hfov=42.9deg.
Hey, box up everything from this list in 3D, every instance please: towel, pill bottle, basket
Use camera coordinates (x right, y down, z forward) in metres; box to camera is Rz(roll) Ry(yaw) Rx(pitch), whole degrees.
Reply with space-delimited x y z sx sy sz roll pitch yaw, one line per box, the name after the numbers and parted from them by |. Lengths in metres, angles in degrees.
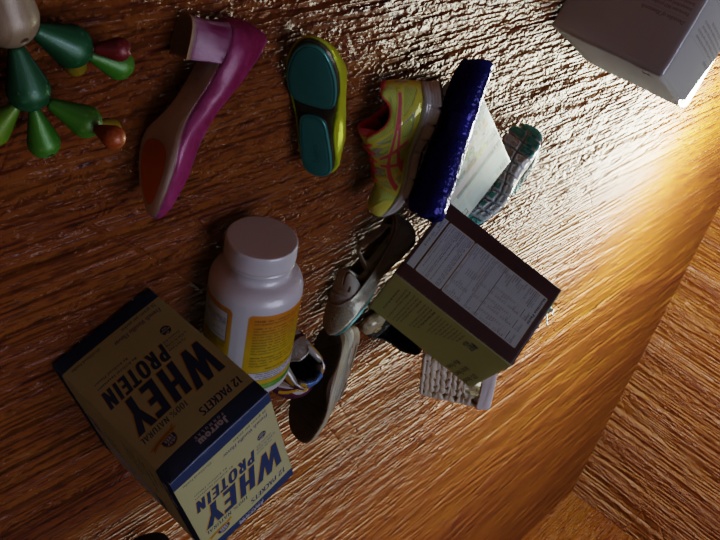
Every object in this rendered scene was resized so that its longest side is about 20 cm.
0.108 -0.160 1.140 0.148 0.049 0.201 -31 139 -88 | towel
-0.126 0.041 1.076 0.111 0.111 0.201 -28 143 -41 | pill bottle
0.166 0.109 1.520 0.136 0.122 0.201 91 7 -48 | basket

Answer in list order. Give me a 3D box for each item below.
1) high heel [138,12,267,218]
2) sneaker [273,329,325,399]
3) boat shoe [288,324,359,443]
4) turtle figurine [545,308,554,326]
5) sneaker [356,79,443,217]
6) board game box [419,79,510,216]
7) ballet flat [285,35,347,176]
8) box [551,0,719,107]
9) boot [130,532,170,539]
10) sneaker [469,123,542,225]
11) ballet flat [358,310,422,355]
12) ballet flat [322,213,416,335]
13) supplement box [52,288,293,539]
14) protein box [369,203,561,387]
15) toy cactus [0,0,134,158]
-0.151 -0.144 0.880 0.096 0.067 0.201 0 109 -45 | high heel
-0.088 0.142 1.274 0.075 0.090 0.200 -46 151 -14 | sneaker
-0.051 0.173 1.394 0.065 0.072 0.201 -8 123 -53 | boat shoe
0.319 0.099 1.862 0.150 0.101 0.200 -42 170 9 | turtle figurine
0.033 -0.158 1.154 0.090 0.078 0.201 10 125 -14 | sneaker
0.131 -0.156 1.314 0.148 0.064 0.200 -53 154 -4 | board game box
-0.042 -0.192 1.013 0.201 0.066 0.067 90 23 -52 | ballet flat
0.439 -0.382 1.396 0.199 0.200 0.172 9 112 -61 | box
-0.307 0.461 1.318 0.186 0.064 0.200 -38 148 -2 | boot
0.227 -0.138 1.479 0.200 0.077 0.091 -48 156 -8 | sneaker
0.057 0.097 1.478 0.066 0.057 0.200 -33 157 17 | ballet flat
0.000 0.000 1.305 0.200 0.067 0.062 -52 126 -13 | ballet flat
-0.199 0.168 1.009 0.134 0.199 0.201 -42 150 -23 | supplement box
0.145 0.041 1.321 0.135 0.200 0.199 -51 178 -18 | protein box
-0.257 -0.152 0.691 0.199 0.102 0.166 -26 133 -29 | toy cactus
